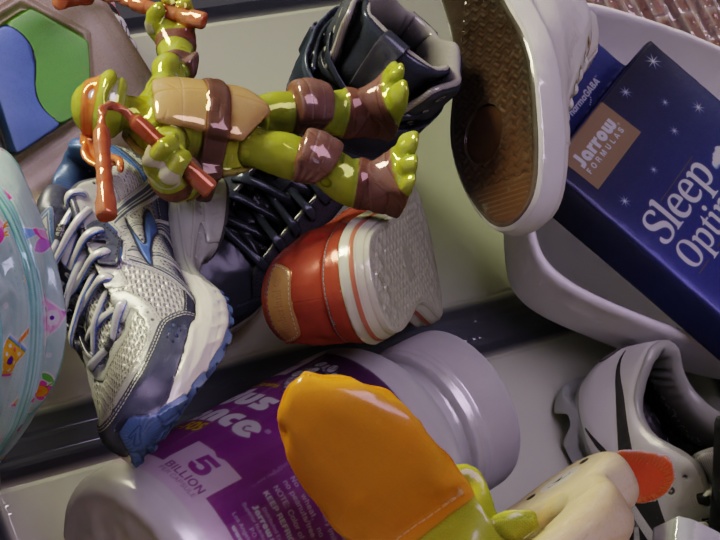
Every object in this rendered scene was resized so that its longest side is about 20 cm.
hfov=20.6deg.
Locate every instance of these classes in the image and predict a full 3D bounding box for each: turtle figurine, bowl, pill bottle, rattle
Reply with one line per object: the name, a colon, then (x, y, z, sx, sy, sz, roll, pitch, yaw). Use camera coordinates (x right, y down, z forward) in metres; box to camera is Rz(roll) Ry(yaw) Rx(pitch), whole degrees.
turtle figurine: (-0.059, -0.059, 0.868, 0.161, 0.064, 0.200, 7, 29, -12)
bowl: (0.164, -0.034, 1.097, 0.200, 0.075, 0.200, 19, 55, -17)
pill bottle: (-0.024, 0.102, 0.898, 0.200, 0.112, 0.112, -26, 77, -36)
rattle: (0.051, 0.084, 0.860, 0.143, 0.130, 0.200, 43, 42, 8)

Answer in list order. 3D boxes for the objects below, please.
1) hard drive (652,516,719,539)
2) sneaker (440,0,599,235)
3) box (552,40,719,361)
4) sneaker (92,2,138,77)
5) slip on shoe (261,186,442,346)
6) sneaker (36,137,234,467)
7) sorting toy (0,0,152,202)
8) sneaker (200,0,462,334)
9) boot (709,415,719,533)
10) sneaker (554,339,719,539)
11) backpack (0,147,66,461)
hard drive: (0.168, 0.219, 0.833, 0.132, 0.026, 0.200, 29, 51, -21)
sneaker: (0.093, -0.100, 0.998, 0.085, 0.073, 0.200, 18, 52, -30)
box: (0.169, -0.038, 1.039, 0.200, 0.032, 0.121, 40, 53, 0)
sneaker: (-0.199, -0.103, 0.955, 0.201, 0.067, 0.108, -19, 70, -37)
slip on shoe: (0.000, 0.000, 0.948, 0.200, 0.061, 0.074, -31, 109, -75)
sneaker: (-0.110, 0.008, 0.853, 0.085, 0.077, 0.200, 28, 24, -21)
sorting toy: (-0.205, -0.100, 0.905, 0.185, 0.036, 0.200, -37, 101, -17)
sneaker: (-0.031, -0.056, 0.967, 0.077, 0.146, 0.202, 41, 54, -2)
boot: (0.248, 0.143, 0.985, 0.200, 0.066, 0.165, -2, 76, -56)
sneaker: (0.175, 0.127, 1.003, 0.074, 0.089, 0.200, -21, 75, -36)
backpack: (-0.202, 0.030, 0.794, 0.127, 0.200, 0.167, -21, 73, -34)
